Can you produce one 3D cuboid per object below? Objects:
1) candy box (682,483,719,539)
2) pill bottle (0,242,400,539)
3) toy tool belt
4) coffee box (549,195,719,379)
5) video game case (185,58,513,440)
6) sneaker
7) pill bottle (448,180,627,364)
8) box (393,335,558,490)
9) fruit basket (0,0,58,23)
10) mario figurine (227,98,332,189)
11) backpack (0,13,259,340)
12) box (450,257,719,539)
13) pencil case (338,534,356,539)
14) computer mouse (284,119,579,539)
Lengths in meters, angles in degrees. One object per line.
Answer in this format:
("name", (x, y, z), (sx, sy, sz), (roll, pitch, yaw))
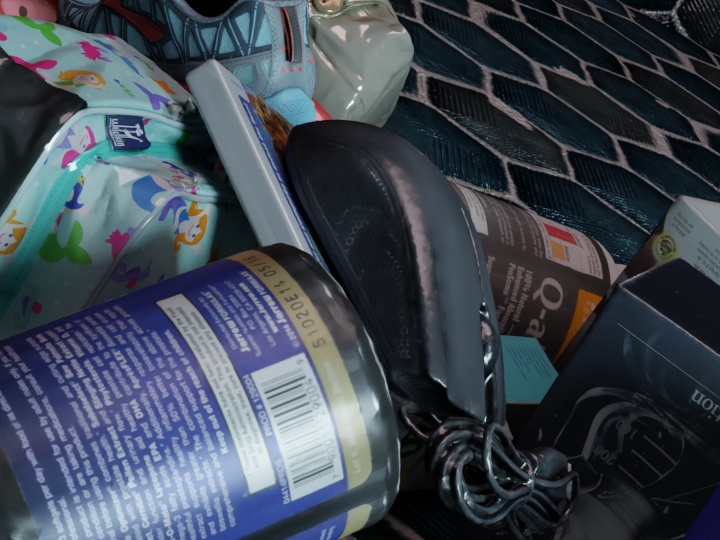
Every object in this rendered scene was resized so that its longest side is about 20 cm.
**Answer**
("candy box", (0.163, 0.180, 0.643), (0.077, 0.200, 0.169), (24, 21, -16))
("pill bottle", (-0.095, 0.072, 0.575), (0.200, 0.112, 0.112), (-20, 46, -23))
("toy tool belt", (-0.039, -0.132, 1.108), (0.123, 0.125, 0.200), (39, -17, 5))
("coffee box", (0.172, 0.064, 0.927), (0.113, 0.200, 0.080), (7, 34, -49))
("video game case", (0.000, 0.000, 0.749), (0.200, 0.018, 0.143), (36, 25, -59))
("sneaker", (-0.086, -0.129, 0.848), (0.079, 0.096, 0.200), (-13, 29, -41))
("pill bottle", (0.091, 0.019, 1.041), (0.200, 0.116, 0.116), (19, 23, -28))
("box", (0.017, 0.072, 0.853), (0.200, 0.082, 0.049), (7, 46, -48))
("fruit basket", (-0.160, -0.104, 0.967), (0.215, 0.156, 0.216), (20, 5, -2))
("mario figurine", (-0.076, -0.030, 0.878), (0.106, 0.123, 0.200), (58, 31, -35))
("backpack", (-0.136, -0.016, 0.727), (0.151, 0.178, 0.200), (37, 14, 8))
("box", (0.172, 0.128, 0.805), (0.200, 0.182, 0.104), (36, 22, 17))
("pencil case", (-0.029, 0.140, 0.648), (0.089, 0.078, 0.200), (-27, 55, -34))
("computer mouse", (0.034, 0.012, 0.688), (0.200, 0.053, 0.138), (62, 14, 21))
